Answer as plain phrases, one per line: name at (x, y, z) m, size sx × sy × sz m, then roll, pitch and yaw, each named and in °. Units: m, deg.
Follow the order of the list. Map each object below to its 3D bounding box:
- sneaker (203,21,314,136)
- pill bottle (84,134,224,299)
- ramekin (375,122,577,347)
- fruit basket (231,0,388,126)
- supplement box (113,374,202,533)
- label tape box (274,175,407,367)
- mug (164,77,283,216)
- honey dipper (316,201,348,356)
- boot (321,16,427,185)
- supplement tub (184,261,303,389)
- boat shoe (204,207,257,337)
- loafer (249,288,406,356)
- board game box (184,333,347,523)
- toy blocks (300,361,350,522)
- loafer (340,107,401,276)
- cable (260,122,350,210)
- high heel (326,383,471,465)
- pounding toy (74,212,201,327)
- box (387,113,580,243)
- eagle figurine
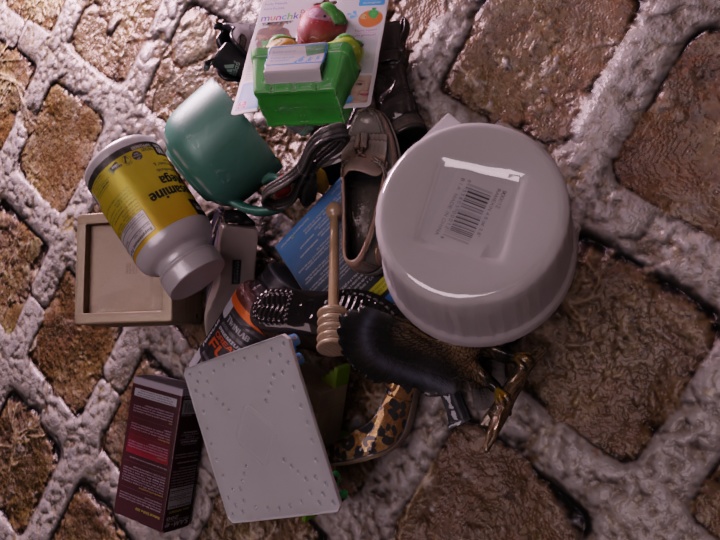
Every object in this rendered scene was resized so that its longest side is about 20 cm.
sneaker at (-0.147, -0.264, 0.946) m, size 0.078 × 0.138 × 0.202 m, roll -54°, pitch 54°, yaw 38°
pill bottle at (-0.267, -0.068, 0.913) m, size 0.112 × 0.112 × 0.202 m, roll -40°, pitch 79°, yaw 19°
ramekin at (0.107, -0.039, 0.658) m, size 0.195 × 0.098 × 0.205 m, roll -5°, pitch 68°, yaw 13°
fruit basket at (-0.062, -0.280, 0.867) m, size 0.180 × 0.094 × 0.205 m, roll 2°, pitch 66°, yaw 15°
supplement box at (-0.294, 0.266, 1.024) m, size 0.107 × 0.060 × 0.205 m, roll 7°, pitch 87°, yaw 31°
label tape box at (0.000, 0.000, 0.884) m, size 0.144 × 0.063 × 0.202 m, roll -42°, pitch 69°, yaw 19°
mug at (-0.188, -0.156, 0.941) m, size 0.114 × 0.152 × 0.186 m, roll -39°, pitch 51°, yaw -1°
honey dipper at (-0.033, 0.001, 0.806) m, size 0.037 × 0.038 × 0.204 m, roll -21°, pitch 52°, yaw 26°
boot at (-0.003, -0.222, 0.919) m, size 0.197 × 0.069 × 0.178 m, roll -23°, pitch 68°, yaw 22°
supplement tub at (-0.147, 0.089, 0.933) m, size 0.107 × 0.106 × 0.202 m, roll 41°, pitch 104°, yaw 27°
boat shoe at (-0.188, 0.007, 0.998) m, size 0.093 × 0.073 × 0.205 m, roll -132°, pitch 52°, yaw -61°
loafer at (-0.034, 0.066, 0.832) m, size 0.195 × 0.072 × 0.074 m, roll 10°, pitch 58°, yaw 19°
board game box at (-0.117, 0.193, 0.829) m, size 0.197 × 0.026 × 0.205 m, roll -20°, pitch 87°, yaw 37°
toy blocks at (-0.091, 0.195, 0.896) m, size 0.135 × 0.099 × 0.205 m, roll 22°, pitch 111°, yaw 37°
loafer at (0.007, -0.098, 0.818) m, size 0.070 × 0.063 × 0.206 m, roll -3°, pitch 83°, yaw 25°
cable at (-0.071, -0.126, 0.829) m, size 0.095 × 0.201 × 0.051 m, roll -10°, pitch 71°, yaw -16°
high heel at (0.022, 0.147, 0.844) m, size 0.196 × 0.071 × 0.145 m, roll -23°, pitch 79°, yaw 8°
pounding toy at (-0.342, -0.010, 1.052) m, size 0.195 × 0.142 × 0.189 m, roll -3°, pitch 83°, yaw 12°
box at (0.137, -0.056, 0.772) m, size 0.101 × 0.113 × 0.200 m, roll -42°, pitch 64°, yaw -3°
eagle figurine at (0.094, 0.069, 0.747) m, size 0.198 × 0.151 × 0.154 m, roll 31°, pitch 116°, yaw 18°
